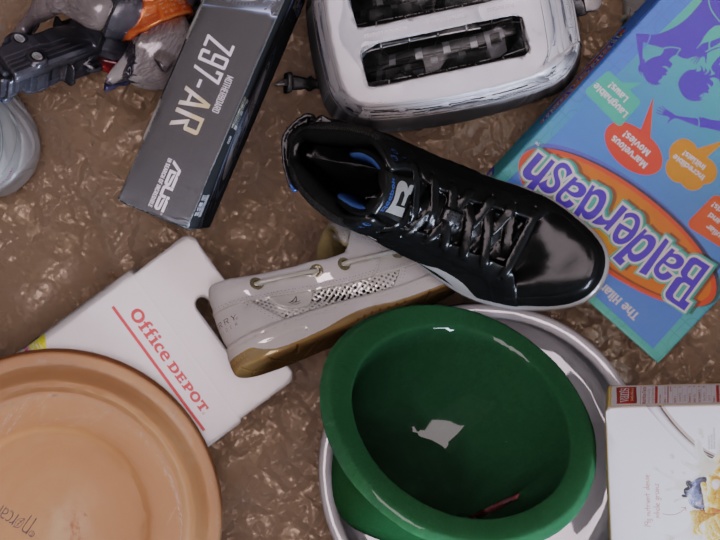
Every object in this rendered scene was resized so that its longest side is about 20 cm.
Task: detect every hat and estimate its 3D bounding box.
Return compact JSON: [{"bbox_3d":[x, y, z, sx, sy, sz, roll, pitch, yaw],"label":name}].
[{"bbox_3d":[0.018,0.139,1.459,0.200,0.176,0.166,-12,59,-33],"label":"hat"}]

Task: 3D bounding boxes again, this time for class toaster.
[{"bbox_3d":[0.043,-0.145,1.479,0.199,0.129,0.114,-11,91,0],"label":"toaster"}]

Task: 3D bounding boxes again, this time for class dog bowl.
[{"bbox_3d":[0.074,0.119,1.511,0.199,0.079,0.201,0,91,0],"label":"dog bowl"}]

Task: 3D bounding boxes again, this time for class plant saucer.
[{"bbox_3d":[-0.182,0.147,1.466,0.200,0.032,0.201,0,93,-2],"label":"plant saucer"}]

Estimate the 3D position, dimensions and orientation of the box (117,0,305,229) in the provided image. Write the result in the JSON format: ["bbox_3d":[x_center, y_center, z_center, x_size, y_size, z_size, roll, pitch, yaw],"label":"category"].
[{"bbox_3d":[-0.083,-0.105,1.443,0.043,0.200,0.161,23,91,-1],"label":"box"}]

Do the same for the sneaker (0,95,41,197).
[{"bbox_3d":[-0.269,-0.132,1.489,0.078,0.099,0.200,-41,91,4],"label":"sneaker"}]

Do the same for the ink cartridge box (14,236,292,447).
[{"bbox_3d":[-0.151,0.078,1.512,0.200,0.068,0.115,-36,93,0],"label":"ink cartridge box"}]

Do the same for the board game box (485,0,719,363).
[{"bbox_3d":[0.189,-0.069,1.467,0.152,0.045,0.200,40,103,-7],"label":"board game box"}]

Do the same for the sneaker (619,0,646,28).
[{"bbox_3d":[0.171,-0.114,1.508,0.115,0.076,0.201,-25,94,-2],"label":"sneaker"}]

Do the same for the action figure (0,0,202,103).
[{"bbox_3d":[-0.177,-0.174,1.460,0.200,0.105,0.194,-33,74,-36],"label":"action figure"}]

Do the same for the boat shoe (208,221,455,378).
[{"bbox_3d":[0.000,0.000,1.485,0.200,0.071,0.069,-20,79,-31],"label":"boat shoe"}]

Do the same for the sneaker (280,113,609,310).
[{"bbox_3d":[0.042,-0.028,1.405,0.200,0.112,0.073,23,94,9],"label":"sneaker"}]

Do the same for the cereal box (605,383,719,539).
[{"bbox_3d":[0.243,0.136,1.429,0.199,0.040,0.144,-3,110,8],"label":"cereal box"}]
